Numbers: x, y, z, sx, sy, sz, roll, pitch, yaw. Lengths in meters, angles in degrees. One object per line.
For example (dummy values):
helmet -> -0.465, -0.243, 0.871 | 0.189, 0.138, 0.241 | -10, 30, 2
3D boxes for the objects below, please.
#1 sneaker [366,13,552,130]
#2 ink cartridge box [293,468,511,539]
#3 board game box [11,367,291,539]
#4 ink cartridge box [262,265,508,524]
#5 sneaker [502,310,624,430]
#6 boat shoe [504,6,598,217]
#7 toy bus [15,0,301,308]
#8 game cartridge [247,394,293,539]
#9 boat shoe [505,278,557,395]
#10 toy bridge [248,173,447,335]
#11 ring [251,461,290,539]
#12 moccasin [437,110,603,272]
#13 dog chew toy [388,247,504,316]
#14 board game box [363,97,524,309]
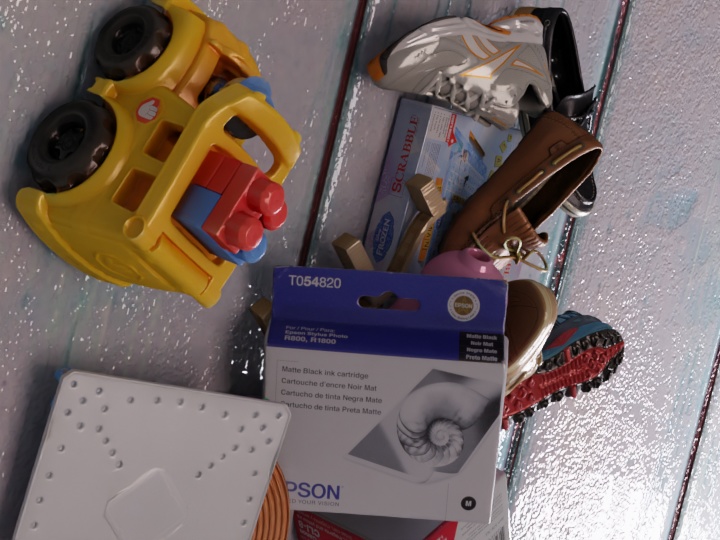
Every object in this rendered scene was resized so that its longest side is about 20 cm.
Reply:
sneaker -> 0.095, -0.163, 1.428 | 0.198, 0.075, 0.093 | -12, 79, -38
ink cartridge box -> 0.044, 0.275, 1.526 | 0.145, 0.144, 0.202 | -33, 128, -38
board game box -> -0.168, 0.179, 1.276 | 0.198, 0.026, 0.202 | 12, 101, -35
ink cartridge box -> 0.018, 0.102, 1.356 | 0.041, 0.197, 0.203 | -82, 175, -72
sneaker -> 0.153, 0.093, 1.637 | 0.198, 0.096, 0.080 | -14, 118, -17
boat shoe -> 0.185, -0.147, 1.538 | 0.074, 0.062, 0.202 | -26, 103, -53
toy bus -> -0.111, -0.079, 1.163 | 0.136, 0.191, 0.201 | 45, 69, -47
game cartridge -> -0.107, 0.205, 1.408 | 0.129, 0.038, 0.203 | -8, 110, -53
boat shoe -> 0.126, 0.067, 1.490 | 0.064, 0.072, 0.200 | -6, 154, -30
toy bridge -> 0.000, 0.000, 1.413 | 0.199, 0.027, 0.068 | -38, 122, -18
ring -> -0.148, 0.209, 1.329 | 0.198, 0.019, 0.203 | -9, 111, -25
moccasin -> 0.138, -0.042, 1.477 | 0.202, 0.078, 0.074 | -48, 145, -2
dog chew toy -> 0.064, 0.071, 1.425 | 0.124, 0.124, 0.202 | -9, 129, -48
board game box -> 0.085, -0.041, 1.528 | 0.198, 0.041, 0.203 | 9, 98, -51
